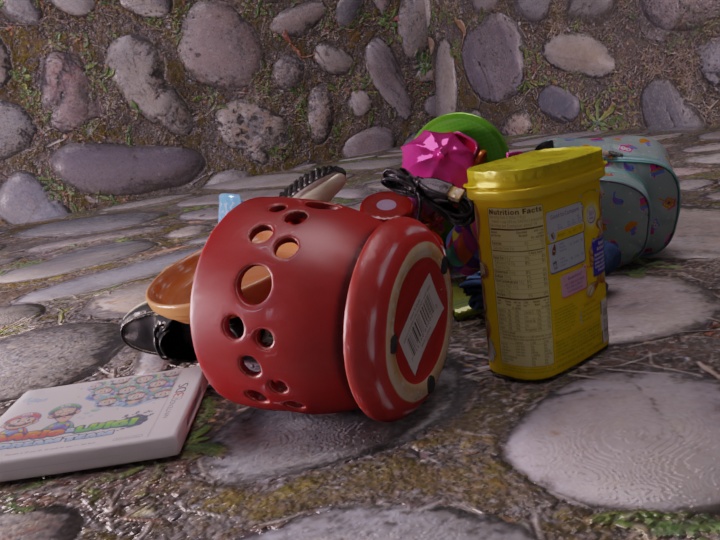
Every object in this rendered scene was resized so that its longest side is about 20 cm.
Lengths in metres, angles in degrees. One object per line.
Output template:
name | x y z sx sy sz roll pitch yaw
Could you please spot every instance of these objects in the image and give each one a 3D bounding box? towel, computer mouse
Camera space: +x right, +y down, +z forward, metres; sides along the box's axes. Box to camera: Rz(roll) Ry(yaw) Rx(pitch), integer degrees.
towel | 0.205 0.022 0.990 0.199 0.023 0.144 -9 14 -3
towel | 0.220 0.001 0.917 0.111 0.049 0.199 6 20 44
computer mouse | 0.058 0.000 0.795 0.109 0.201 0.044 17 16 29

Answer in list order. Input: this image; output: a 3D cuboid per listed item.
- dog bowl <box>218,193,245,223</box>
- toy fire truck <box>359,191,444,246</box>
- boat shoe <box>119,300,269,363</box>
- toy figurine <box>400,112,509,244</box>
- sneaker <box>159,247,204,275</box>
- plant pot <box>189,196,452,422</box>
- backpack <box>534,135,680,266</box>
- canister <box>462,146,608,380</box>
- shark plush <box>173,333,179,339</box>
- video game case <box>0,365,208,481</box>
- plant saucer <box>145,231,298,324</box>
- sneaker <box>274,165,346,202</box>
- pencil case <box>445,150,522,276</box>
dog bowl | -0.116 -0.063 1.083 0.199 0.050 0.111 11 -8 28
toy fire truck | 0.000 0.000 0.908 0.167 0.113 0.200 -15 40 -16
boat shoe | -0.207 0.076 0.896 0.198 0.075 0.066 2 23 18
toy figurine | 0.095 -0.113 1.001 0.150 0.201 0.184 32 17 13
sneaker | -0.193 0.006 1.110 0.199 0.067 0.090 -18 -29 28
plant pot | -0.025 0.034 0.696 0.182 0.202 0.200 3 17 30
backpack | 0.346 -0.096 1.080 0.199 0.177 0.154 -5 30 6
canister | 0.178 -0.010 0.750 0.148 0.201 0.086 -18 17 -38
shark plush | -0.169 0.063 1.028 0.199 0.091 0.083 8 21 -39
video game case | -0.259 0.145 0.744 0.199 0.024 0.182 -8 13 -1
plant saucer | -0.141 0.006 0.864 0.199 0.038 0.200 -15 21 6
sneaker | -0.084 -0.050 0.987 0.199 0.094 0.070 -37 18 8
pencil case | 0.168 -0.062 0.953 0.088 0.089 0.200 -12 -20 -16
